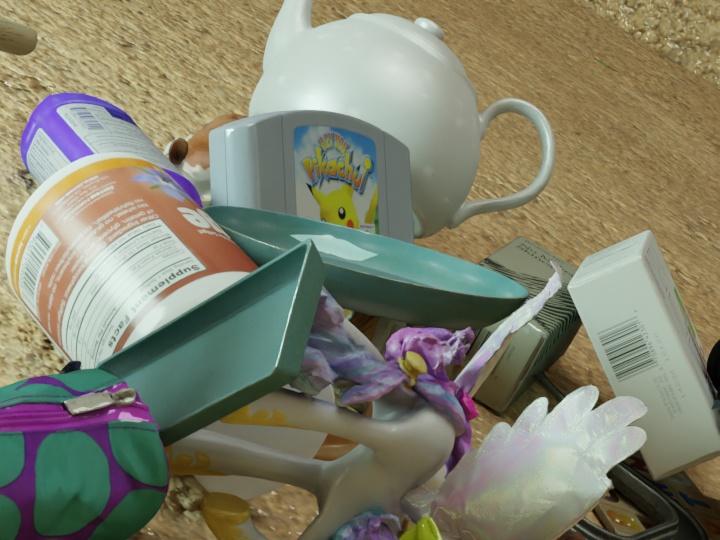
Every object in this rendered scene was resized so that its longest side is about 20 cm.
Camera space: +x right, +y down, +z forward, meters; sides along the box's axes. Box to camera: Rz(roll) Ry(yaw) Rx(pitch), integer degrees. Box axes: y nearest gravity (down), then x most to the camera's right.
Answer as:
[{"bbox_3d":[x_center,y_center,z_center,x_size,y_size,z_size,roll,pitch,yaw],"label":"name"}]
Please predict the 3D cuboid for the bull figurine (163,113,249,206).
[{"bbox_3d":[-0.086,-0.066,1.512,0.121,0.065,0.200,32,19,-3],"label":"bull figurine"}]

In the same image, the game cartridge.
[{"bbox_3d":[-0.028,-0.041,1.433,0.040,0.135,0.199,-10,-8,35],"label":"game cartridge"}]

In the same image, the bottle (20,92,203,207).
[{"bbox_3d":[-0.145,-0.042,1.345,0.083,0.066,0.200,11,24,-43],"label":"bottle"}]

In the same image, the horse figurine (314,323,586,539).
[{"bbox_3d":[0.054,0.113,1.200,0.200,0.050,0.133,40,49,6],"label":"horse figurine"}]

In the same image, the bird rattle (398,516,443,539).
[{"bbox_3d":[0.062,0.209,0.911,0.200,0.113,0.163,43,6,32],"label":"bird rattle"}]

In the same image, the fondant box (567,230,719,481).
[{"bbox_3d":[0.205,0.055,1.477,0.145,0.058,0.200,66,12,-1],"label":"fondant box"}]

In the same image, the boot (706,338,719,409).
[{"bbox_3d":[0.319,0.115,1.399,0.198,0.074,0.163,33,10,-9],"label":"boot"}]

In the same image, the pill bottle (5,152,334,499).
[{"bbox_3d":[-0.101,0.030,1.130,0.112,0.113,0.200,11,25,-44],"label":"pill bottle"}]

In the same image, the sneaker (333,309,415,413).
[{"bbox_3d":[0.014,0.057,1.336,0.088,0.075,0.200,51,12,-6],"label":"sneaker"}]

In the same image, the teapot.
[{"bbox_3d":[0.023,-0.127,1.622,0.197,0.147,0.200,20,-18,47],"label":"teapot"}]

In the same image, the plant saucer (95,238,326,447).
[{"bbox_3d":[-0.079,0.048,0.977,0.019,0.200,0.070,29,57,-23],"label":"plant saucer"}]

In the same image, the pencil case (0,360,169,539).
[{"bbox_3d":[-0.173,0.084,0.896,0.085,0.093,0.199,49,26,24],"label":"pencil case"}]

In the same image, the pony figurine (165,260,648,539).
[{"bbox_3d":[0.023,0.084,1.006,0.199,0.194,0.167,29,22,-20],"label":"pony figurine"}]

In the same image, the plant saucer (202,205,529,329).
[{"bbox_3d":[0.000,0.000,1.232,0.199,0.028,0.200,15,8,-2],"label":"plant saucer"}]

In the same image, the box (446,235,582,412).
[{"bbox_3d":[0.109,0.035,1.520,0.082,0.069,0.200,32,18,9],"label":"box"}]

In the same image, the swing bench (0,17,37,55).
[{"bbox_3d":[-0.282,-0.057,0.945,0.129,0.200,0.200,36,18,24],"label":"swing bench"}]

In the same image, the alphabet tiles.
[{"bbox_3d":[0.209,0.160,1.427,0.166,0.008,0.200,19,20,-27],"label":"alphabet tiles"}]

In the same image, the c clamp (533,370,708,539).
[{"bbox_3d":[0.144,0.137,1.345,0.171,0.027,0.200,39,18,15],"label":"c clamp"}]
